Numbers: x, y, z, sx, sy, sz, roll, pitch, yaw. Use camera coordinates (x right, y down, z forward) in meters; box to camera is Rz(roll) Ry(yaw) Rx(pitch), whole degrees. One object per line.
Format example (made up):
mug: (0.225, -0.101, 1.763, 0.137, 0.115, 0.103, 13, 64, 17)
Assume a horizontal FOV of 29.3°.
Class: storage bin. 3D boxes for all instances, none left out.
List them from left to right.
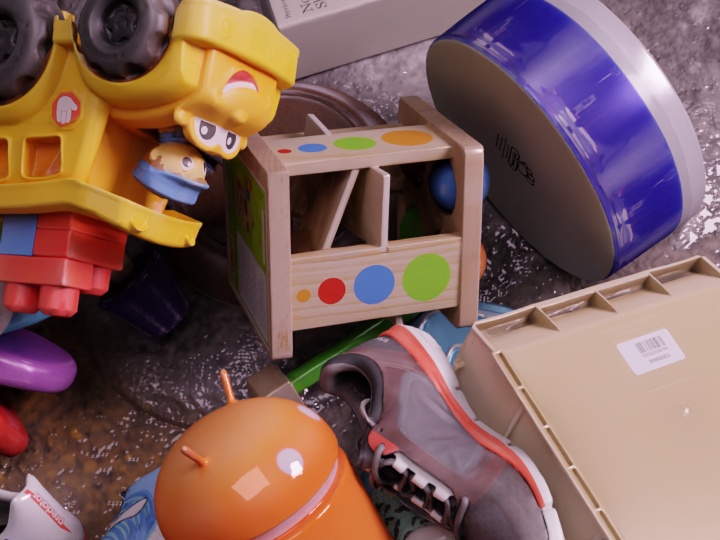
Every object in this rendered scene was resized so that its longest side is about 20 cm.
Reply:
storage bin: (0.179, 0.108, 0.834, 0.200, 0.094, 0.199, -15, 58, -27)

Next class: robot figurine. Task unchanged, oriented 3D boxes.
robot figurine: (-0.044, 0.158, 0.795, 0.144, 0.200, 0.117, -36, 22, -22)

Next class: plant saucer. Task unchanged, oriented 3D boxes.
plant saucer: (-0.062, -0.066, 1.026, 0.200, 0.032, 0.200, -2, 61, 4)

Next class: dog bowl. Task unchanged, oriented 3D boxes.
dog bowl: (0.134, -0.094, 0.925, 0.079, 0.200, 0.200, -36, 64, -11)

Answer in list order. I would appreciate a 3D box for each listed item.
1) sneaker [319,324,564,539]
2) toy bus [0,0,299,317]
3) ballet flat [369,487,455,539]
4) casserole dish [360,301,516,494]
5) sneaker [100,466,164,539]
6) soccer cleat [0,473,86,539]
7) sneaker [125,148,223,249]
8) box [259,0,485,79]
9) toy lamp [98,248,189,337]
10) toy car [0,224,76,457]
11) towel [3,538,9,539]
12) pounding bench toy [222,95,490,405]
sneaker: (0.039, 0.119, 0.795, 0.082, 0.077, 0.200, -13, 46, -29)
toy bus: (-0.150, -0.066, 0.821, 0.200, 0.136, 0.192, -1, 80, 27)
ballet flat: (0.083, 0.195, 0.826, 0.200, 0.074, 0.074, 31, 68, 11)
casserole dish: (0.068, 0.101, 0.918, 0.121, 0.039, 0.200, 11, 62, 11)
sneaker: (-0.132, 0.182, 0.884, 0.200, 0.078, 0.090, -45, 28, -5)
soccer cleat: (-0.266, 0.168, 0.864, 0.200, 0.085, 0.069, -8, 35, 22)
sneaker: (-0.152, -0.099, 1.002, 0.199, 0.081, 0.115, -31, 35, 27)
box: (0.023, -0.225, 1.081, 0.200, 0.068, 0.082, -19, 61, -5)
toy lamp: (-0.195, -0.033, 0.945, 0.058, 0.200, 0.058, -33, 23, 17)
toy car: (-0.265, 0.053, 0.913, 0.150, 0.175, 0.200, 31, 93, -21)
towel: (-0.170, 0.247, 0.746, 0.200, 0.024, 0.147, 26, 66, 24)
pounding bench toy: (0.000, 0.000, 0.918, 0.156, 0.200, 0.124, -7, 25, -17)
